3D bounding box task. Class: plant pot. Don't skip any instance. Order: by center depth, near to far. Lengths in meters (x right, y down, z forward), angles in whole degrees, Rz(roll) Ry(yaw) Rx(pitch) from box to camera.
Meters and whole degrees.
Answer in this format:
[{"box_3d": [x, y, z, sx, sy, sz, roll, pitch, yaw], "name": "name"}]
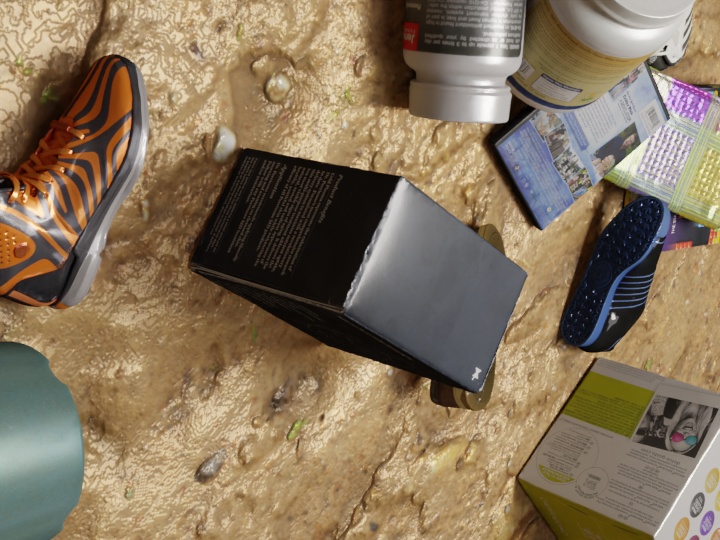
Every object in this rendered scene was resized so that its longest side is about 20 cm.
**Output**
[{"box_3d": [-0.305, 0.130, 0.819, 0.196, 0.200, 0.201, -7, 107, -52], "name": "plant pot"}]

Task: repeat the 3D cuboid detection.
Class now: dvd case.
[{"box_3d": [0.241, -0.154, 1.340, 0.200, 0.018, 0.143, -40, 130, -5], "name": "dvd case"}]

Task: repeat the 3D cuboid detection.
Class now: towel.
[{"box_3d": [0.374, -0.141, 1.436, 0.199, 0.023, 0.144, 19, 96, -24], "name": "towel"}]

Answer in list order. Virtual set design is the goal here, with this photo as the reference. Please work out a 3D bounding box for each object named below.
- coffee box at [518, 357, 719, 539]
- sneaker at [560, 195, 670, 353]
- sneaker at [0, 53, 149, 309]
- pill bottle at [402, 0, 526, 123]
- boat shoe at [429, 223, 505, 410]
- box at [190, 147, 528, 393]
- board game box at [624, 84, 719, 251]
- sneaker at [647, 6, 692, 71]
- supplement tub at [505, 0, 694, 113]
[{"box_3d": [0.346, 0.258, 1.477, 0.198, 0.200, 0.200, -52, 131, -20], "name": "coffee box"}, {"box_3d": [0.311, 0.007, 1.449, 0.078, 0.070, 0.200, 15, 110, -45], "name": "sneaker"}, {"box_3d": [-0.230, -0.072, 0.901, 0.112, 0.077, 0.201, 17, 90, -47], "name": "sneaker"}, {"box_3d": [0.098, -0.242, 1.149, 0.114, 0.114, 0.201, -8, 107, -43], "name": "pill bottle"}, {"box_3d": [0.107, 0.045, 1.276, 0.073, 0.065, 0.201, 39, 55, -50], "name": "boat shoe"}, {"box_3d": [0.000, 0.000, 1.064, 0.200, 0.196, 0.124, 33, 78, -45], "name": "box"}, {"box_3d": [0.399, -0.129, 1.520, 0.165, 0.057, 0.201, -9, 108, -44], "name": "board game box"}, {"box_3d": [0.324, -0.268, 1.391, 0.200, 0.076, 0.116, -36, 123, -35], "name": "sneaker"}, {"box_3d": [0.222, -0.252, 1.183, 0.144, 0.200, 0.145, 5, 73, -17], "name": "supplement tub"}]
